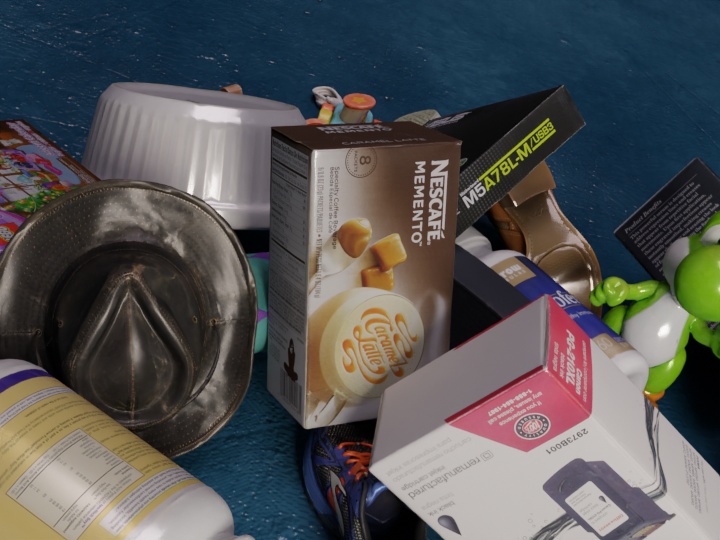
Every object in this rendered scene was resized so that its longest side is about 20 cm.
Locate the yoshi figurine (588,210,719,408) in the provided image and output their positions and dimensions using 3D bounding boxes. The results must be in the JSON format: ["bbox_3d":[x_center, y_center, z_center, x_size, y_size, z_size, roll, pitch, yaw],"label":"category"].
[{"bbox_3d":[0.255,0.039,1.037,0.112,0.200,0.112,9,36,-34],"label":"yoshi figurine"}]

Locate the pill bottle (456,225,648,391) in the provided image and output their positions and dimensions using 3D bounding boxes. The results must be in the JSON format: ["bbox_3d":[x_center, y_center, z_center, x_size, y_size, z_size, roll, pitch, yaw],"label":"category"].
[{"bbox_3d":[0.126,0.055,1.034,0.116,0.116,0.200,-19,51,-42],"label":"pill bottle"}]

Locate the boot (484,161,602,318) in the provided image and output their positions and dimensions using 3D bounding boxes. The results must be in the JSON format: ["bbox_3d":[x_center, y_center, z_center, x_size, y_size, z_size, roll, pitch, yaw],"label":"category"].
[{"bbox_3d":[0.157,-0.020,1.181,0.077,0.200,0.155,-24,3,-3],"label":"boot"}]

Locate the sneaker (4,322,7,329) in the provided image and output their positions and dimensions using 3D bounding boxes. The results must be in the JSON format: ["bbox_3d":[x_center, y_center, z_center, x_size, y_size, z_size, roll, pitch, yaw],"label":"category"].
[{"bbox_3d":[-0.270,0.043,0.882,0.200,0.077,0.078,0,42,-25],"label":"sneaker"}]

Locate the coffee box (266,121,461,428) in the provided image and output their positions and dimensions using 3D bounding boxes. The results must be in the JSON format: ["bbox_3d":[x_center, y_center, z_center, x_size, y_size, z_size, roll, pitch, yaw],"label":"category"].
[{"bbox_3d":[0.000,0.000,0.899,0.114,0.200,0.080,-5,19,-24],"label":"coffee box"}]

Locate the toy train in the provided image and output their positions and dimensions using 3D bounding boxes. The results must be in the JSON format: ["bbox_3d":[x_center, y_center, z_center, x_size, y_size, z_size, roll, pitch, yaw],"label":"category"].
[{"bbox_3d":[-0.063,-0.160,1.274,0.200,0.056,0.150,-19,52,-42],"label":"toy train"}]

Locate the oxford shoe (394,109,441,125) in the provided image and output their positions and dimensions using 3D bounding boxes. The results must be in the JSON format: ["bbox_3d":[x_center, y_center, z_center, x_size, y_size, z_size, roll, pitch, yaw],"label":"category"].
[{"bbox_3d":[0.028,-0.095,1.233,0.075,0.058,0.200,-1,27,34],"label":"oxford shoe"}]

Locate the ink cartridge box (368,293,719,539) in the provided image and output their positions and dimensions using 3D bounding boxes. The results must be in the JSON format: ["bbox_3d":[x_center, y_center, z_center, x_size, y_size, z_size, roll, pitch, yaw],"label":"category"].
[{"bbox_3d":[0.127,0.135,0.838,0.200,0.145,0.084,45,30,-21],"label":"ink cartridge box"}]

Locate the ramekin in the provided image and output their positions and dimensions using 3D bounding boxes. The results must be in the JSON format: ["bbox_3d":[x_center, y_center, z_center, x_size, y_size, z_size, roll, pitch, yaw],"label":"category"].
[{"bbox_3d":[-0.135,-0.100,1.058,0.202,0.094,0.202,7,12,-2],"label":"ramekin"}]

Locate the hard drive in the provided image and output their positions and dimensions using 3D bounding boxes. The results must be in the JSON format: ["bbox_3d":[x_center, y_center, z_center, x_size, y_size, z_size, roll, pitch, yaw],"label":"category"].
[{"bbox_3d":[0.097,0.086,0.958,0.200,0.135,0.042,45,27,28],"label":"hard drive"}]

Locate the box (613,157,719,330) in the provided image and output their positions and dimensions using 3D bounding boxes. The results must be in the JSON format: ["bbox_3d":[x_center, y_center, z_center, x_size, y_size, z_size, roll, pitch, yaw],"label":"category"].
[{"bbox_3d":[0.350,0.019,1.154,0.148,0.107,0.200,34,18,-48],"label":"box"}]

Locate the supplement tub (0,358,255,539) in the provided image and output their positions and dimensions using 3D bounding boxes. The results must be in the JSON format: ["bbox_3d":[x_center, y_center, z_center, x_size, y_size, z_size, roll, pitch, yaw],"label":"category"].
[{"bbox_3d":[-0.164,0.158,0.724,0.200,0.145,0.145,32,37,15],"label":"supplement tub"}]

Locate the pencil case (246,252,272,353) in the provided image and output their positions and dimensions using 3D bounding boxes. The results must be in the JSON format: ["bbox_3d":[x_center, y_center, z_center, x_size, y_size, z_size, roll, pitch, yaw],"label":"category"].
[{"bbox_3d":[-0.088,0.028,0.971,0.200,0.092,0.085,-6,74,-46],"label":"pencil case"}]

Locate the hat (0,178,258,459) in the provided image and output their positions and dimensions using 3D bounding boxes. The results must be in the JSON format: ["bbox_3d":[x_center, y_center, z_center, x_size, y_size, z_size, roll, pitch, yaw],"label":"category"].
[{"bbox_3d":[-0.154,0.043,0.825,0.200,0.201,0.081,13,6,-12],"label":"hat"}]

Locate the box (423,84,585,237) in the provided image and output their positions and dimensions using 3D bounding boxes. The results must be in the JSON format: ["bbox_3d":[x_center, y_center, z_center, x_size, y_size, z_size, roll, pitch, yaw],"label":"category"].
[{"bbox_3d":[0.061,-0.076,1.074,0.193,0.200,0.048,-43,108,-24],"label":"box"}]

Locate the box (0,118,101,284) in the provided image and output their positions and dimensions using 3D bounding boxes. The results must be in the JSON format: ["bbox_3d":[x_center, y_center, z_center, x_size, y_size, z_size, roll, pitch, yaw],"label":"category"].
[{"bbox_3d":[-0.263,-0.053,0.944,0.137,0.039,0.200,-13,37,-44],"label":"box"}]

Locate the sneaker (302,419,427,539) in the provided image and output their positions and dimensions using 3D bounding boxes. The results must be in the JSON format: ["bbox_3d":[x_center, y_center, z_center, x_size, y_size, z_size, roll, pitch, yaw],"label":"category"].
[{"bbox_3d":[0.013,0.160,0.870,0.075,0.078,0.200,5,38,-23],"label":"sneaker"}]
